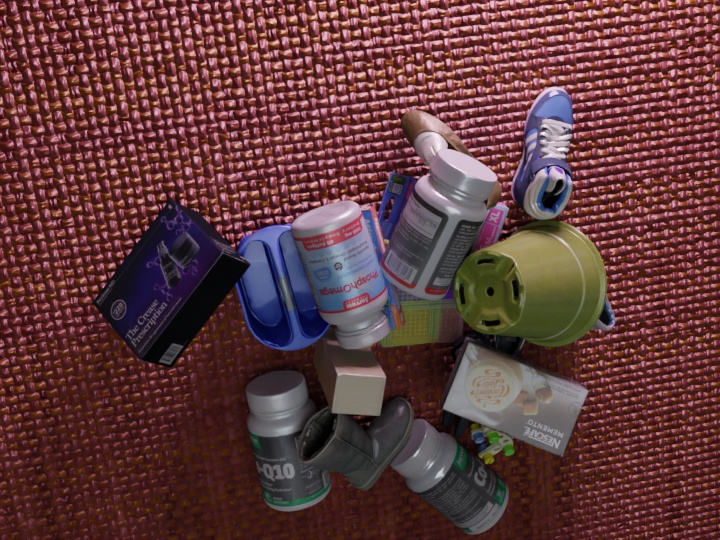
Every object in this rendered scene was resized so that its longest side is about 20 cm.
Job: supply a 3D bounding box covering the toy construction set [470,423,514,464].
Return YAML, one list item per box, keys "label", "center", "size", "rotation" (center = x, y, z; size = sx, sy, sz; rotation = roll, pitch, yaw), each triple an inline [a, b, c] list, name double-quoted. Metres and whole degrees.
- label: "toy construction set"
  center: [0.276, 0.239, 1.575]
  size: [0.199, 0.092, 0.131]
  rotation: [-31, 139, -7]

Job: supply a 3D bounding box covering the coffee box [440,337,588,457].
- label: "coffee box"
  center: [0.238, 0.196, 1.467]
  size: [0.199, 0.080, 0.115]
  rotation: [23, 93, 2]

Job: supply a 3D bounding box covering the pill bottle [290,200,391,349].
- label: "pill bottle"
  center: [-0.023, 0.008, 1.377]
  size: [0.108, 0.109, 0.201]
  rotation: [-21, 107, -4]

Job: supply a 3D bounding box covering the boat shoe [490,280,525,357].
- label: "boat shoe"
  center: [0.256, 0.105, 1.563]
  size: [0.072, 0.063, 0.201]
  rotation: [15, 103, -14]

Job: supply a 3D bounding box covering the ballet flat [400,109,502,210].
- label: "ballet flat"
  center: [0.135, -0.163, 1.437]
  size: [0.200, 0.072, 0.068]
  rotation: [45, 123, -9]

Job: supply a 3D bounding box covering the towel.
- label: "towel"
  center: [0.097, 0.038, 1.512]
  size: [0.143, 0.023, 0.201]
  rotation: [-3, 119, -5]

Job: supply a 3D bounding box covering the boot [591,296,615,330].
- label: "boot"
  center: [0.344, 0.018, 1.528]
  size: [0.074, 0.095, 0.200]
  rotation: [-50, 116, -25]

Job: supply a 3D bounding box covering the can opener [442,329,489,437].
- label: "can opener"
  center: [0.179, 0.190, 1.566]
  size: [0.078, 0.063, 0.201]
  rotation: [-6, 116, -40]

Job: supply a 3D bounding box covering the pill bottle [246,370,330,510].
- label: "pill bottle"
  center: [-0.118, 0.271, 1.506]
  size: [0.112, 0.113, 0.201]
  rotation: [-12, 107, -7]

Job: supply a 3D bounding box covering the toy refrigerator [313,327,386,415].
- label: "toy refrigerator"
  center: [-0.021, 0.155, 1.453]
  size: [0.075, 0.200, 0.070]
  rotation: [5, 106, -13]

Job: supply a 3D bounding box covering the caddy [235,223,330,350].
- label: "caddy"
  center: [-0.119, 0.023, 1.444]
  size: [0.141, 0.105, 0.201]
  rotation: [-17, 108, -7]

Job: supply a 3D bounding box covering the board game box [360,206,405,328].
- label: "board game box"
  center: [0.000, 0.000, 1.478]
  size: [0.102, 0.019, 0.201]
  rotation: [-4, 111, 30]

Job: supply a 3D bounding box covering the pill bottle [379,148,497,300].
- label: "pill bottle"
  center: [0.116, -0.068, 1.379]
  size: [0.113, 0.114, 0.201]
  rotation: [18, 114, -15]

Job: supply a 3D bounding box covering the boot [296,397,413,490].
- label: "boot"
  center: [-0.006, 0.252, 1.490]
  size: [0.200, 0.072, 0.182]
  rotation: [46, 67, -46]

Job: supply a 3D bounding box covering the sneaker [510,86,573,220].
- label: "sneaker"
  center: [0.300, -0.175, 1.445]
  size: [0.080, 0.147, 0.201]
  rotation: [13, 103, -14]

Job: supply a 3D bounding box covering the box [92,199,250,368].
- label: "box"
  center: [-0.281, 0.020, 1.390]
  size: [0.200, 0.141, 0.079]
  rotation: [-52, 148, 6]

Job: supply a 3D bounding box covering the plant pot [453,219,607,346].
- label: "plant pot"
  center: [0.239, 0.025, 1.411]
  size: [0.190, 0.199, 0.201]
  rotation: [-4, 112, -52]

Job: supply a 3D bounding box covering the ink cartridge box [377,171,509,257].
- label: "ink cartridge box"
  center: [0.126, -0.074, 1.500]
  size: [0.199, 0.042, 0.120]
  rotation: [16, 102, -13]

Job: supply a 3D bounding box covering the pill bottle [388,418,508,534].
- label: "pill bottle"
  center: [0.146, 0.346, 1.586]
  size: [0.200, 0.113, 0.113]
  rotation: [41, 95, -19]
